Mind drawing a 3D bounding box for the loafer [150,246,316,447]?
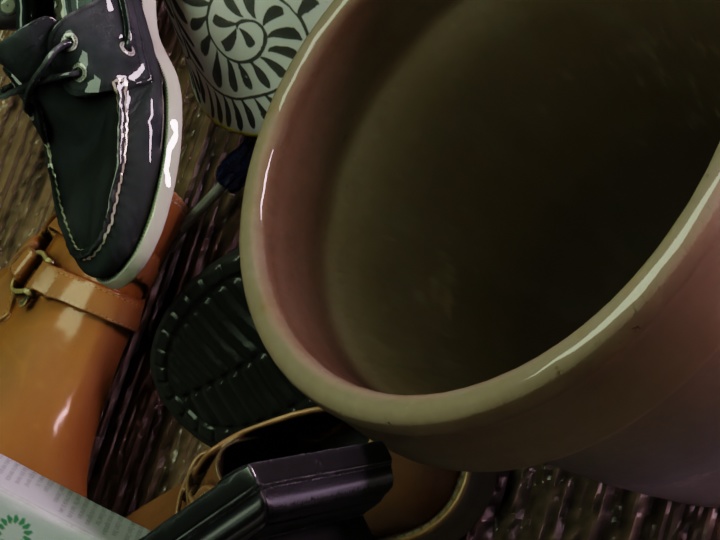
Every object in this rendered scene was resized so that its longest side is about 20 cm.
[{"bbox_3d":[0.000,0.000,0.999,0.200,0.071,0.073,-39,85,28],"label":"loafer"}]

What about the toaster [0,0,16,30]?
[{"bbox_3d":[-0.128,-0.200,1.167,0.200,0.113,0.129,-51,-1,6],"label":"toaster"}]

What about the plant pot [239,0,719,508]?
[{"bbox_3d":[0.087,-0.009,0.838,0.199,0.174,0.201,-21,52,30],"label":"plant pot"}]

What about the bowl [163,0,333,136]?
[{"bbox_3d":[-0.020,-0.163,1.066,0.200,0.094,0.202,-28,36,23],"label":"bowl"}]

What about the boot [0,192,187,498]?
[{"bbox_3d":[-0.117,0.033,1.033,0.155,0.074,0.200,-53,30,3],"label":"boot"}]

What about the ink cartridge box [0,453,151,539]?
[{"bbox_3d":[-0.085,0.189,0.859,0.197,0.199,0.043,-61,4,12],"label":"ink cartridge box"}]

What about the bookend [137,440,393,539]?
[{"bbox_3d":[-0.039,0.188,0.740,0.198,0.092,0.201,-35,77,21],"label":"bookend"}]

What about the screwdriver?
[{"bbox_3d":[-0.069,-0.024,1.098,0.200,0.028,0.029,-46,14,10],"label":"screwdriver"}]

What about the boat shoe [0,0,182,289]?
[{"bbox_3d":[-0.114,-0.089,1.012,0.074,0.066,0.201,-27,55,46],"label":"boat shoe"}]

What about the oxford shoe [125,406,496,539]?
[{"bbox_3d":[-0.047,0.089,0.970,0.199,0.071,0.072,-28,51,33],"label":"oxford shoe"}]
